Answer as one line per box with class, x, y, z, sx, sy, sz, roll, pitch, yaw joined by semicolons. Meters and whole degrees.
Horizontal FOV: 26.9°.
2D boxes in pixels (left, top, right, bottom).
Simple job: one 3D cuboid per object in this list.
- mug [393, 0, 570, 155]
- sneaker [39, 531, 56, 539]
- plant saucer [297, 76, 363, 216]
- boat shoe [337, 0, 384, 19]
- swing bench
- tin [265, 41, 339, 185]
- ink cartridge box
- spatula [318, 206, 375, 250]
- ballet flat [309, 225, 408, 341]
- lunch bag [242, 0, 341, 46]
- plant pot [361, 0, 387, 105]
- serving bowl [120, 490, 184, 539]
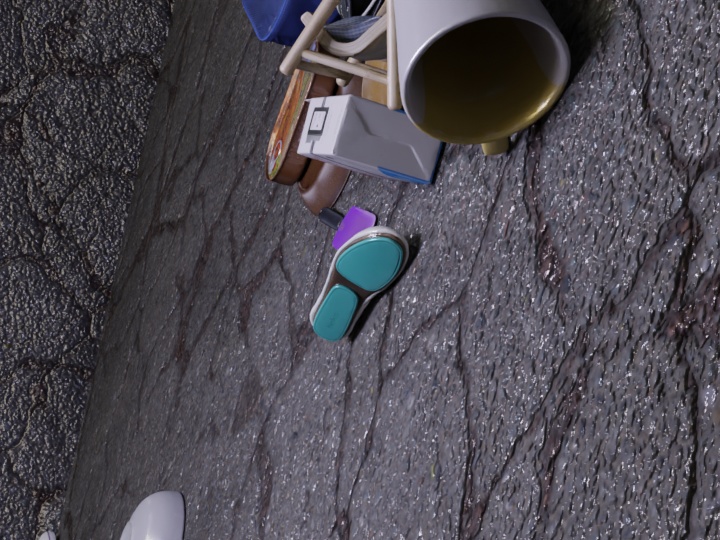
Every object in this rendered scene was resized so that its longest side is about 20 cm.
mug;0.088;-0.206;1.343;0.187;0.148;0.154;117;150;-43
sneaker;-0.708;0.638;3.180;0.073;0.113;0.202;127;154;-52
plant saucer;-0.041;-0.171;1.951;0.200;0.032;0.202;-164;90;-74
boat shoe;0.019;-0.390;1.883;0.066;0.074;0.200;-102;32;-52
swing bench;0.032;-0.272;1.517;0.199;0.129;0.202;-12;-60;-74
tin;-0.077;-0.207;1.980;0.112;0.041;0.202;-104;33;-65
ink cartridge box;0.004;-0.143;1.642;0.200;0.115;0.069;-161;87;-74
spatula;-0.024;-0.055;1.806;0.057;0.020;0.200;-61;16;1
ballet flat;0.000;0.000;1.633;0.200;0.069;0.070;124;155;-47
lunch bag;-0.067;-0.393;2.064;0.201;0.131;0.137;-61;38;35
plant pot;0.052;-0.269;1.753;0.200;0.027;0.202;-164;90;-72
serving bowl;-0.324;0.424;2.252;0.200;0.065;0.202;-163;90;-72
